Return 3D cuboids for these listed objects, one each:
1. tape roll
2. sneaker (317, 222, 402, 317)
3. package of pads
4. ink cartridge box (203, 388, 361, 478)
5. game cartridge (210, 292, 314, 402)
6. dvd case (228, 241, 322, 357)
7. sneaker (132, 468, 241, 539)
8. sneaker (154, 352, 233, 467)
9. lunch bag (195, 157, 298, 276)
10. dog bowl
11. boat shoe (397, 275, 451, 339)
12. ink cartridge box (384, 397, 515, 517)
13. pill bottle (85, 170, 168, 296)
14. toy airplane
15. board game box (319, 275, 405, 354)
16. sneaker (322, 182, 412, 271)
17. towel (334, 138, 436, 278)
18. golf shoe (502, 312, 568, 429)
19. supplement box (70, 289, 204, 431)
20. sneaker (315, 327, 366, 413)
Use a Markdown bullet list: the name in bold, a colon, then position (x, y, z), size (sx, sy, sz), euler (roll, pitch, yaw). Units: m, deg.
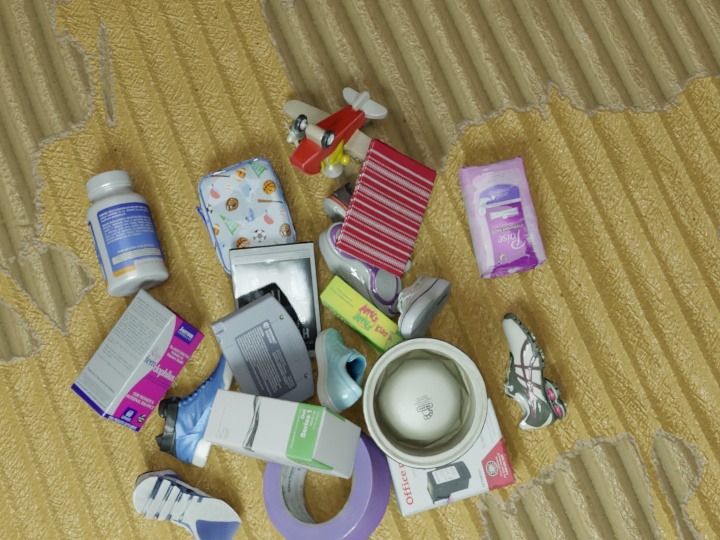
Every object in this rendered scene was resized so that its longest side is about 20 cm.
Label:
- **tape roll**: position (-0.055, 0.347, 1.297), size (0.196, 0.085, 0.204), euler (-10, 65, 21)
- **sneaker**: position (0.000, 0.000, 1.410), size (0.075, 0.099, 0.201), euler (-45, 104, -27)
- **package of pads**: position (0.250, -0.095, 1.419), size (0.118, 0.076, 0.204), euler (-11, 80, 1)
- **ink cartridge box**: position (-0.120, 0.252, 1.231), size (0.196, 0.146, 0.086), euler (6, 70, 26)
- **game cartridge**: position (-0.156, 0.147, 1.344), size (0.131, 0.041, 0.203), euler (-26, 112, -13)
- **dvd case**: position (-0.145, 0.057, 1.381), size (0.147, 0.025, 0.205), euler (-5, 100, -3)
- **sneaker**: position (-0.297, 0.385, 1.334), size (0.198, 0.115, 0.081), euler (36, 82, -23)
- **sneaker**: position (-0.286, 0.222, 1.363), size (0.109, 0.077, 0.204), euler (19, 86, -6)
- **lunch bag**: position (-0.205, -0.095, 1.424), size (0.157, 0.076, 0.204), euler (-20, 81, -1)
- **dog bowl**: position (0.100, 0.206, 1.268), size (0.195, 0.074, 0.205), euler (0, 88, 0)
- **boat shoe**: position (0.093, 0.061, 1.349), size (0.066, 0.200, 0.075), euler (19, 111, 18)
- **ink cartridge box**: position (0.141, 0.313, 1.339), size (0.196, 0.083, 0.149), euler (-16, 80, -3)
- **pill bottle**: position (-0.416, -0.067, 1.401), size (0.110, 0.112, 0.204), euler (-18, 80, -3)
- **toy airplane**: position (-0.040, -0.235, 1.430), size (0.195, 0.143, 0.202), euler (-1, 45, -13)
- **board game box**: position (0.022, 0.097, 1.371), size (0.199, 0.102, 0.048), euler (39, 82, 7)
- **sneaker**: position (0.026, -0.084, 1.421), size (0.199, 0.077, 0.082), euler (42, 73, 5)
- **towel**: position (0.045, -0.107, 1.358), size (0.143, 0.022, 0.204), euler (23, 82, -25)
- **golf shoe**: position (0.280, 0.173, 1.370), size (0.087, 0.077, 0.203), euler (-24, 80, 3)
- **supplement box**: position (-0.375, 0.152, 1.350), size (0.102, 0.101, 0.202), euler (28, 80, 32)
- **sneaker**: position (-0.024, 0.156, 1.314), size (0.081, 0.201, 0.074), euler (-28, 122, 13)
